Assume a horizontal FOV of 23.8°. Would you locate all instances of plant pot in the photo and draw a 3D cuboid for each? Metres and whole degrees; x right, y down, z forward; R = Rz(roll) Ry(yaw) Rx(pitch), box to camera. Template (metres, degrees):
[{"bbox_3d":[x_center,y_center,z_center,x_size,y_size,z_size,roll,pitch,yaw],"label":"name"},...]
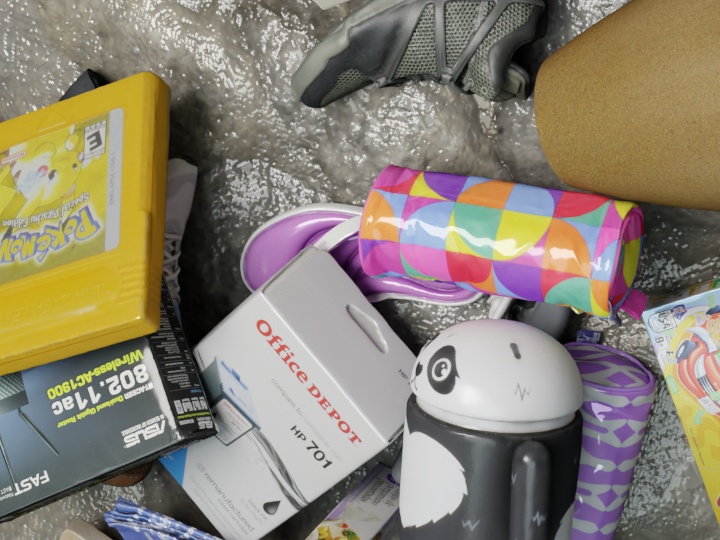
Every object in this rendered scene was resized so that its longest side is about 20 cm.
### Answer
[{"bbox_3d":[0.222,-0.114,1.113,0.199,0.186,0.188,-10,103,36],"label":"plant pot"}]

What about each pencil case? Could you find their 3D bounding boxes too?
[{"bbox_3d":[0.154,0.150,1.244,0.085,0.084,0.202,4,109,-19],"label":"pencil case"},{"bbox_3d":[0.099,-0.018,1.179,0.199,0.088,0.089,13,109,20],"label":"pencil case"}]

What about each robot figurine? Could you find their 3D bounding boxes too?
[{"bbox_3d":[0.086,0.134,1.167,0.149,0.124,0.202,13,107,32],"label":"robot figurine"}]

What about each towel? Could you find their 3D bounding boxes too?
[{"bbox_3d":[-0.100,0.241,1.338,0.199,0.145,0.024,21,69,12],"label":"towel"}]

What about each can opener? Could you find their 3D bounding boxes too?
[{"bbox_3d":[0.093,0.085,1.264,0.067,0.053,0.201,29,113,9],"label":"can opener"}]

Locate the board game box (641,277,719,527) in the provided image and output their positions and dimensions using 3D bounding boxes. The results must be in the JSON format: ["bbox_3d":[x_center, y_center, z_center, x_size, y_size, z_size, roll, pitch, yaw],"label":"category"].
[{"bbox_3d":[0.296,0.097,1.210,0.134,0.034,0.201,-19,99,22],"label":"board game box"}]

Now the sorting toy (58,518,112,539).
[{"bbox_3d":[-0.204,0.340,1.407,0.198,0.070,0.201,34,124,6],"label":"sorting toy"}]

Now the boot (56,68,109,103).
[{"bbox_3d":[-0.268,-0.081,1.325,0.200,0.066,0.165,-47,67,17],"label":"boot"}]

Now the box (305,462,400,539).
[{"bbox_3d":[-0.010,0.199,1.251,0.038,0.200,0.042,26,111,13],"label":"box"}]

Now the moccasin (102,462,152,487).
[{"bbox_3d":[-0.235,0.086,1.368,0.078,0.074,0.202,-42,80,32],"label":"moccasin"}]

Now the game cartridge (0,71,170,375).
[{"bbox_3d":[-0.217,-0.030,1.214,0.175,0.032,0.201,-16,57,24],"label":"game cartridge"}]

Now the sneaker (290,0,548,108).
[{"bbox_3d":[0.047,-0.147,1.200,0.199,0.076,0.115,-30,88,18],"label":"sneaker"}]

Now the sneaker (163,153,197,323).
[{"bbox_3d":[-0.159,0.011,1.295,0.086,0.075,0.201,30,101,25],"label":"sneaker"}]

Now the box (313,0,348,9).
[{"bbox_3d":[0.029,-0.278,1.127,0.199,0.109,0.129,-17,67,23],"label":"box"}]

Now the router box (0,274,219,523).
[{"bbox_3d":[-0.219,0.085,1.248,0.199,0.062,0.151,-24,81,20],"label":"router box"}]

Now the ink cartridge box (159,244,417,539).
[{"bbox_3d":[-0.063,0.099,1.278,0.147,0.086,0.200,49,131,0],"label":"ink cartridge box"}]

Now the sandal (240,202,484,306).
[{"bbox_3d":[-0.001,-0.007,1.270,0.201,0.050,0.083,-2,105,19],"label":"sandal"}]
